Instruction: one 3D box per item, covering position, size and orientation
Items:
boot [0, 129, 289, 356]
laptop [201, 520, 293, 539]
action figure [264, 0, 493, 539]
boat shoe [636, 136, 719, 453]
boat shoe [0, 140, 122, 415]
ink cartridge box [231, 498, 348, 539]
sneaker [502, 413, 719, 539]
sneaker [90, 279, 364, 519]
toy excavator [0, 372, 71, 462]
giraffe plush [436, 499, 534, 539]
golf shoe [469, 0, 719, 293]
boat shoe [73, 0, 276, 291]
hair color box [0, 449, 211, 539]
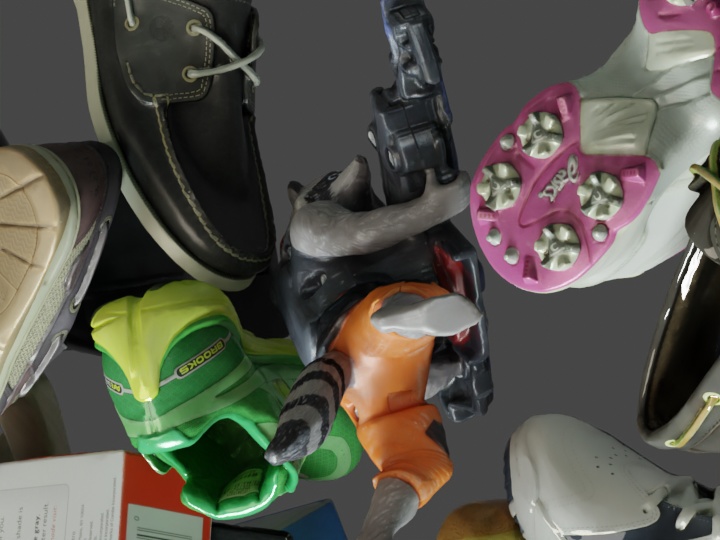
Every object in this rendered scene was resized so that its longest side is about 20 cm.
[{"bbox_3d":[-0.133,-0.034,1.026,0.199,0.066,0.166,-2,118,47],"label":"boot"},{"bbox_3d":[-0.109,0.217,0.968,0.176,0.103,0.201,2,105,40],"label":"laptop"},{"bbox_3d":[0.000,0.000,0.862,0.194,0.104,0.201,-109,8,-64],"label":"action figure"},{"bbox_3d":[0.137,-0.010,0.729,0.072,0.060,0.202,-103,14,-46],"label":"boat shoe"},{"bbox_3d":[-0.155,0.022,0.932,0.072,0.065,0.200,47,128,21],"label":"boat shoe"},{"bbox_3d":[-0.048,0.226,1.047,0.144,0.084,0.201,-21,92,43],"label":"ink cartridge box"},{"bbox_3d":[0.153,0.093,0.826,0.199,0.079,0.130,45,126,24],"label":"sneaker"},{"bbox_3d":[-0.055,0.066,0.921,0.074,0.200,0.084,-14,70,20],"label":"sneaker"},{"bbox_3d":[-0.197,0.017,1.016,0.199,0.100,0.195,34,137,7],"label":"toy excavator"},{"bbox_3d":[0.085,0.212,0.888,0.161,0.201,0.173,17,162,8],"label":"giraffe plush"},{"bbox_3d":[0.130,-0.066,0.791,0.200,0.091,0.076,-40,63,21],"label":"golf shoe"},{"bbox_3d":[-0.074,-0.090,0.929,0.067,0.072,0.201,-30,68,38],"label":"boat shoe"},{"bbox_3d":[-0.158,0.145,0.980,0.199,0.064,0.112,-9,73,37],"label":"hair color box"}]
